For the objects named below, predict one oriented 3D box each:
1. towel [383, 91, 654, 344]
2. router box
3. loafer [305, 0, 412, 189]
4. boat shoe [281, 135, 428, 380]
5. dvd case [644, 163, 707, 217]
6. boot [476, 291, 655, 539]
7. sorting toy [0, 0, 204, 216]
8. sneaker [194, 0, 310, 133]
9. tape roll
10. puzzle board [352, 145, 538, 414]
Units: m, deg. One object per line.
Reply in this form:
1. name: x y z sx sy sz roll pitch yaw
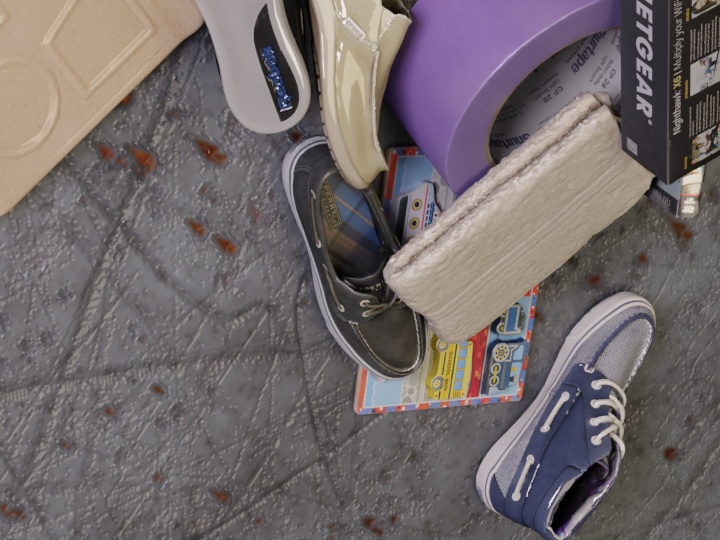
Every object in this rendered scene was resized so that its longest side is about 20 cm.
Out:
1. towel: 0.111 -0.036 1.818 0.200 0.034 0.133 -40 150 4
2. router box: 0.245 -0.174 1.728 0.157 0.052 0.200 -29 138 -23
3. loafer: 0.001 -0.150 1.711 0.068 0.076 0.200 -9 111 -1
4. boat shoe: 0.000 0.000 1.824 0.069 0.057 0.200 -29 119 -9
5. dvd case: 0.219 -0.153 1.875 0.022 0.146 0.201 0 109 -18
6. boot: 0.177 0.113 1.979 0.073 0.090 0.200 39 83 -38
7. sorting toy: -0.217 -0.157 1.639 0.200 0.036 0.185 -43 126 -9
8. sneaker: -0.078 -0.196 1.676 0.073 0.112 0.200 -9 114 0
9. tape roll: 0.120 -0.142 1.792 0.200 0.085 0.200 -27 151 -16
10. puzzle board: 0.072 0.006 1.912 0.150 0.017 0.201 -4 109 -34
